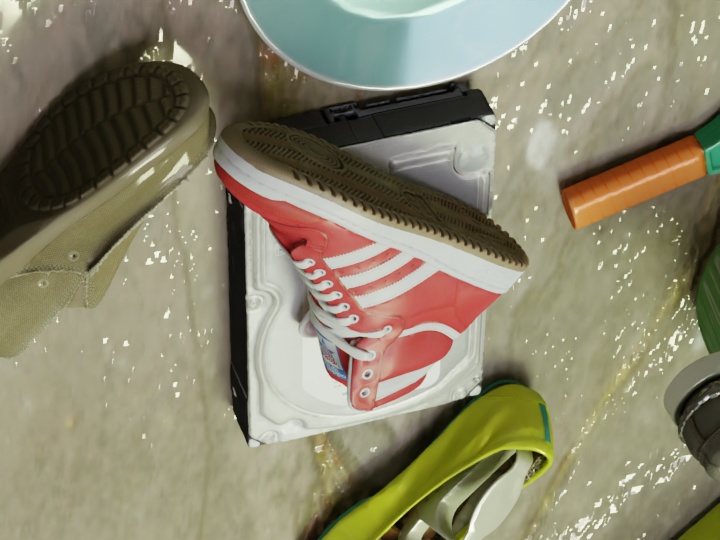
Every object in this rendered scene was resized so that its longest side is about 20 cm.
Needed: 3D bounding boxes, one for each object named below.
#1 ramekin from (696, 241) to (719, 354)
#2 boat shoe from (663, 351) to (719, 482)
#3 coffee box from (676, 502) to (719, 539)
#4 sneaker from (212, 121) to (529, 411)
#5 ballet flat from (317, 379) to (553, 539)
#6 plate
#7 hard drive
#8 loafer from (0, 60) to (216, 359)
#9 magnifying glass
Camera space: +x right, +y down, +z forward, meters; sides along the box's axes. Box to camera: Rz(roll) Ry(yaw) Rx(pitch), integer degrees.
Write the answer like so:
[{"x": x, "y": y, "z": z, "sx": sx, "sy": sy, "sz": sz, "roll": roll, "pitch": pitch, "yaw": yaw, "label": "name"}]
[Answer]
[{"x": 0.287, "y": 0.025, "z": 1.532, "sx": 0.199, "sy": 0.098, "sz": 0.200, "roll": -13, "pitch": 140, "yaw": -11, "label": "ramekin"}, {"x": 0.263, "y": 0.072, "z": 1.447, "sx": 0.201, "sy": 0.060, "sz": 0.072, "roll": -8, "pitch": 139, "yaw": -17, "label": "boat shoe"}, {"x": 0.264, "y": 0.288, "z": 1.696, "sx": 0.200, "sy": 0.200, "sz": 0.198, "roll": -43, "pitch": 132, "yaw": 15, "label": "coffee box"}, {"x": -0.016, "y": 0.002, "z": 1.354, "sx": 0.200, "sy": 0.071, "sz": 0.113, "roll": 23, "pitch": 113, "yaw": -40, "label": "sneaker"}, {"x": 0.038, "y": 0.147, "z": 1.561, "sx": 0.067, "sy": 0.067, "sz": 0.200, "roll": 29, "pitch": 114, "yaw": -40, "label": "ballet flat"}, {"x": 0.031, "y": -0.174, "z": 1.303, "sx": 0.199, "sy": 0.026, "sz": 0.201, "roll": -12, "pitch": 133, "yaw": -13, "label": "plate"}, {"x": 0.000, "y": 0.000, "z": 1.435, "sx": 0.139, "sy": 0.038, "sz": 0.201, "roll": -12, "pitch": 132, "yaw": -15, "label": "hard drive"}, {"x": -0.140, "y": -0.027, "z": 1.326, "sx": 0.200, "sy": 0.076, "sz": 0.067, "roll": -36, "pitch": 136, "yaw": 22, "label": "loafer"}, {"x": 0.204, "y": -0.070, "z": 1.476, "sx": 0.199, "sy": 0.022, "sz": 0.080, "roll": -21, "pitch": 136, "yaw": -4, "label": "magnifying glass"}]
